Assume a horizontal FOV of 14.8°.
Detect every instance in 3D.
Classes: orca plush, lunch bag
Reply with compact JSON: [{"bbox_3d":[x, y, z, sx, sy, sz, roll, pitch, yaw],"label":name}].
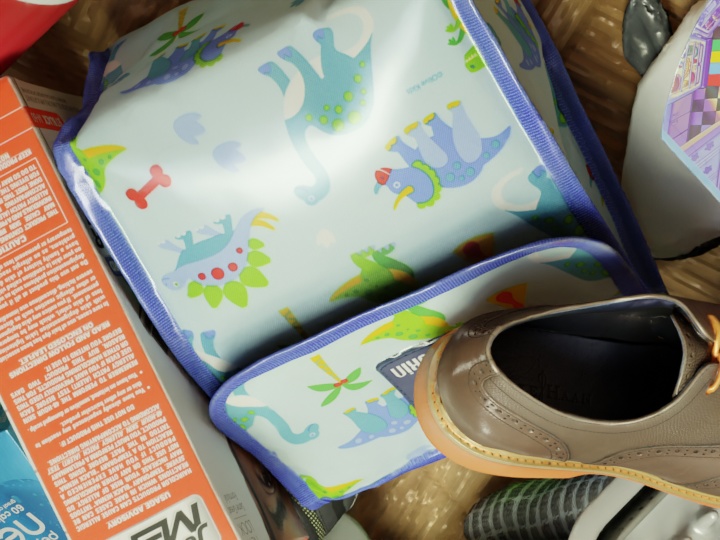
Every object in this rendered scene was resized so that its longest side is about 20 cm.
[{"bbox_3d":[0.155,-0.088,1.028,0.105,0.071,0.200,41,136,42],"label":"orca plush"},{"bbox_3d":[0.008,-0.017,1.041,0.170,0.128,0.200,-24,113,15],"label":"lunch bag"}]

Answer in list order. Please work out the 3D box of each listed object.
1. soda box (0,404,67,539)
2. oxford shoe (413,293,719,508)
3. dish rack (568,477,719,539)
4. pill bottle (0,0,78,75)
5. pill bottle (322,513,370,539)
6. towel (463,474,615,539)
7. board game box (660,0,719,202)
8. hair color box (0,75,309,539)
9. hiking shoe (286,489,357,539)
[{"bbox_3d":[-0.121,0.133,1.236,0.064,0.068,0.200,-18,119,25],"label":"soda box"},{"bbox_3d":[0.124,0.044,0.981,0.200,0.071,0.073,-1,163,-16],"label":"oxford shoe"},{"bbox_3d":[0.186,0.126,1.036,0.200,0.172,0.044,47,164,1],"label":"dish rack"},{"bbox_3d":[-0.162,-0.124,1.034,0.112,0.112,0.200,41,124,-16],"label":"pill bottle"},{"bbox_3d":[-0.007,0.200,1.216,0.112,0.112,0.200,-7,130,19],"label":"pill bottle"},{"bbox_3d":[0.142,0.156,1.138,0.200,0.086,0.166,35,160,-12],"label":"towel"},{"bbox_3d":[0.204,-0.057,0.972,0.158,0.039,0.200,-44,130,5],"label":"board game box"},{"bbox_3d":[-0.099,0.030,1.057,0.064,0.111,0.200,-27,85,9],"label":"hair color box"},{"bbox_3d":[-0.092,0.058,1.138,0.200,0.101,0.076,24,160,4],"label":"hiking shoe"}]
